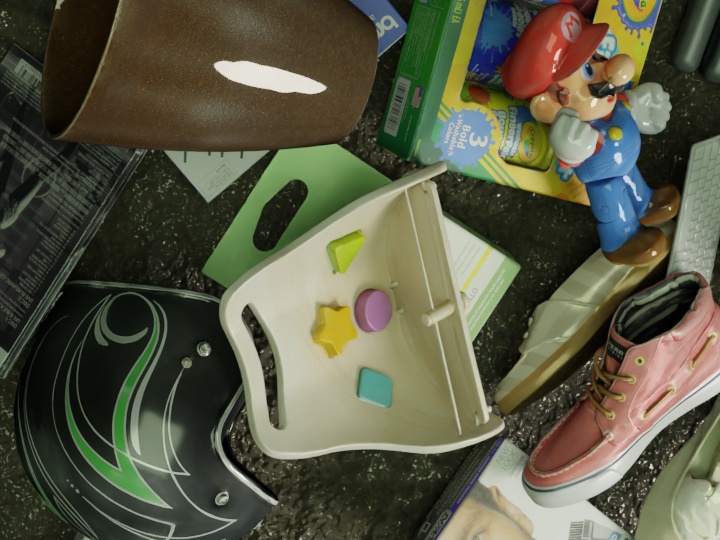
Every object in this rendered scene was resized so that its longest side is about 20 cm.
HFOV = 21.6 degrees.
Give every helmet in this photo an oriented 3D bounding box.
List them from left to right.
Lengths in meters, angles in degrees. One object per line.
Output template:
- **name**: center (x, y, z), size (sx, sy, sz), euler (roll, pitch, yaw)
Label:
- **helmet**: center (-0.151, 0.112, 1.371), size (0.198, 0.200, 0.192), euler (9, 84, -7)

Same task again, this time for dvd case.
- **dvd case**: center (-0.255, -0.045, 1.375), size (0.148, 0.016, 0.201), euler (36, 96, 28)

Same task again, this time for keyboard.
- **keyboard**: center (0.251, -0.011, 1.430), size (0.056, 0.011, 0.201), euler (-24, 131, -42)

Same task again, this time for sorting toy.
- **sorting toy**: center (-0.012, 0.044, 1.329), size (0.179, 0.107, 0.201), euler (-21, 104, -34)

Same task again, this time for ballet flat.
- **ballet flat**: center (0.275, 0.153, 1.452), size (0.069, 0.069, 0.201), euler (33, 76, -10)

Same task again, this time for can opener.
- **can opener**: center (0.288, -0.239, 1.413), size (0.052, 0.067, 0.201), euler (19, 103, -10)

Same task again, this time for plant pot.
- **plant pot**: center (-0.095, -0.157, 1.296), size (0.199, 0.187, 0.188), euler (13, 99, -22)

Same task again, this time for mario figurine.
- **mario figurine**: center (0.177, -0.101, 1.319), size (0.106, 0.124, 0.201), euler (-31, 120, 1)

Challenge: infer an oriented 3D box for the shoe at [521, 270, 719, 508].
- **shoe**: center (0.191, 0.086, 1.405), size (0.200, 0.071, 0.091), euler (-36, 127, -8)

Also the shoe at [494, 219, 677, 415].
- **shoe**: center (0.171, 0.030, 1.455), size (0.200, 0.070, 0.053), euler (-45, 73, 0)

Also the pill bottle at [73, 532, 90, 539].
- **pill bottle**: center (-0.134, 0.267, 1.439), size (0.199, 0.113, 0.114), euler (24, 98, -9)

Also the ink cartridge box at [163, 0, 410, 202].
- **ink cartridge box**: center (-0.069, -0.152, 1.402), size (0.200, 0.044, 0.094), euler (-40, 103, 2)

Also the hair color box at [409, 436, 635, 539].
- **hair color box**: center (0.149, 0.230, 1.475), size (0.200, 0.065, 0.110), euler (37, 81, -9)

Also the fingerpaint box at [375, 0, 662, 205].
- **fingerpaint box**: center (0.121, -0.163, 1.384), size (0.166, 0.073, 0.201), euler (12, 99, -23)

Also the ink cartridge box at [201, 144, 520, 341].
- **ink cartridge box**: center (0.000, 0.000, 1.437), size (0.199, 0.048, 0.146), euler (32, 97, -13)

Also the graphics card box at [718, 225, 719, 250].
- **graphics card box**: center (0.332, 0.019, 1.393), size (0.051, 0.200, 0.126), euler (-31, 101, -4)
